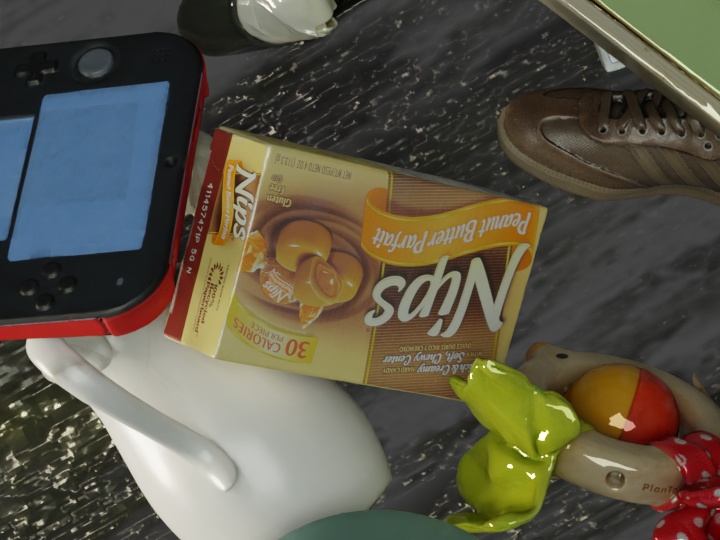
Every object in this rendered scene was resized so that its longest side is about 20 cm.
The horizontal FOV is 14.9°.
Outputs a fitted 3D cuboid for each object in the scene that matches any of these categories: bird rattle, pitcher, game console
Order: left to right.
[{"bbox_3d":[-0.175,-0.046,1.470,0.176,0.031,0.201,-2,50,11],"label":"game console"},{"bbox_3d":[-0.088,0.085,1.493,0.200,0.172,0.121,40,104,3],"label":"pitcher"},{"bbox_3d":[0.145,0.087,1.472,0.199,0.163,0.113,7,116,5],"label":"bird rattle"}]

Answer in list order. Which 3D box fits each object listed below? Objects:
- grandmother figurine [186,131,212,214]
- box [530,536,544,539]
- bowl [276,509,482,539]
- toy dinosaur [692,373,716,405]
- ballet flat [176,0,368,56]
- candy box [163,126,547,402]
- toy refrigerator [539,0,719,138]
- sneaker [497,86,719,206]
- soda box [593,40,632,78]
[{"bbox_3d":[-0.169,-0.052,1.541,0.199,0.061,0.122,-2,75,7],"label":"grandmother figurine"},{"bbox_3d":[0.027,0.243,1.501,0.199,0.149,0.125,-21,89,8],"label":"box"},{"bbox_3d":[0.005,0.224,1.376,0.200,0.105,0.202,0,89,6],"label":"bowl"},{"bbox_3d":[0.208,0.170,1.522,0.106,0.060,0.201,16,95,7],"label":"toy dinosaur"},{"bbox_3d":[-0.013,-0.171,1.514,0.199,0.068,0.068,-30,120,8],"label":"ballet flat"},{"bbox_3d":[0.000,0.000,1.477,0.199,0.055,0.116,11,97,-40],"label":"candy box"},{"bbox_3d":[0.149,-0.148,1.433,0.200,0.070,0.076,39,92,11],"label":"toy refrigerator"},{"bbox_3d":[0.177,-0.079,1.494,0.199,0.071,0.076,11,138,-3],"label":"sneaker"},{"bbox_3d":[0.219,-0.165,1.496,0.199,0.068,0.064,-19,89,7],"label":"soda box"}]
